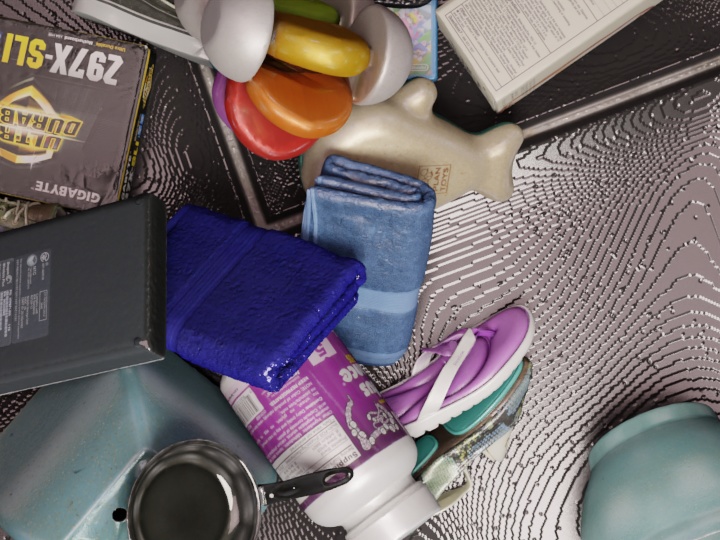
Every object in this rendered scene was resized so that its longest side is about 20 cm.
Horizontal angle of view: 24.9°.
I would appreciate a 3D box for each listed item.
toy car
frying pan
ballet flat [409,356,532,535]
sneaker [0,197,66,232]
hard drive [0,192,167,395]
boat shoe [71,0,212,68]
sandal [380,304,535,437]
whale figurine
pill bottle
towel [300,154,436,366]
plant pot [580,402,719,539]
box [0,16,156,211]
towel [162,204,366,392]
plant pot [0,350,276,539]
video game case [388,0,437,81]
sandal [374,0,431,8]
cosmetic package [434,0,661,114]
[{"bbox_3d":[-0.066,-0.173,1.358,0.174,0.200,0.151,8,113,-26],"label":"toy car"},{"bbox_3d":[-0.103,0.168,1.274,0.190,0.031,0.115,-37,105,-29],"label":"frying pan"},{"bbox_3d":[0.089,0.159,1.456,0.200,0.074,0.074,-42,86,5],"label":"ballet flat"},{"bbox_3d":[-0.301,-0.039,1.452,0.200,0.067,0.090,41,121,-15],"label":"sneaker"},{"bbox_3d":[-0.252,0.023,1.358,0.199,0.033,0.141,-13,65,23],"label":"hard drive"},{"bbox_3d":[-0.163,-0.229,1.474,0.199,0.071,0.064,22,92,6],"label":"boat shoe"},{"bbox_3d":[0.067,0.093,1.440,0.202,0.083,0.050,-37,124,4],"label":"sandal"},{"bbox_3d":[0.041,-0.105,1.450,0.199,0.104,0.160,-3,121,-15],"label":"whale figurine"},{"bbox_3d":[-0.022,0.144,1.384,0.112,0.112,0.200,-37,81,3],"label":"pill bottle"},{"bbox_3d":[0.000,0.000,1.411,0.111,0.049,0.201,14,131,4],"label":"towel"},{"bbox_3d":[0.271,0.197,1.385,0.199,0.201,0.135,-20,60,4],"label":"plant pot"},{"bbox_3d":[-0.299,-0.144,1.494,0.199,0.049,0.161,12,88,5],"label":"box"},{"bbox_3d":[-0.108,0.024,1.360,0.199,0.050,0.148,18,54,33],"label":"towel"},{"bbox_3d":[-0.186,0.188,1.371,0.196,0.200,0.197,40,92,-22],"label":"plant pot"},{"bbox_3d":[-0.001,-0.272,1.488,0.142,0.018,0.202,0,89,5],"label":"video game case"},{"bbox_3d":[-0.029,-0.267,1.464,0.199,0.048,0.076,8,88,-8],"label":"sandal"},{"bbox_3d":[0.175,-0.238,1.439,0.199,0.087,0.104,-33,85,4],"label":"cosmetic package"}]
